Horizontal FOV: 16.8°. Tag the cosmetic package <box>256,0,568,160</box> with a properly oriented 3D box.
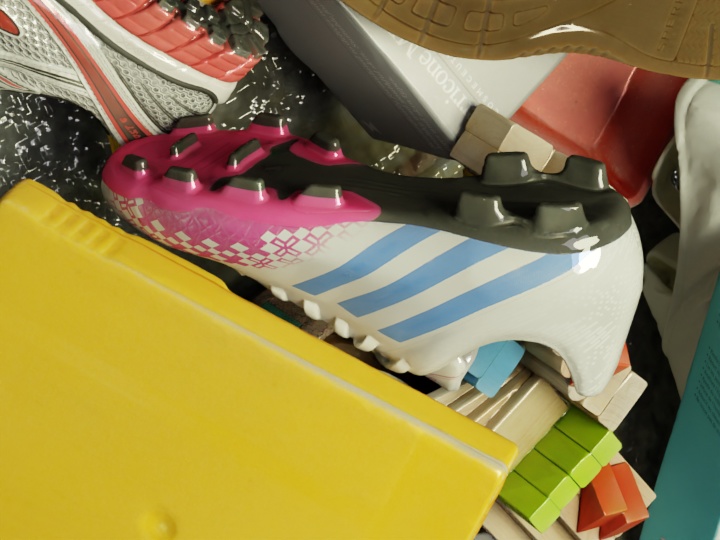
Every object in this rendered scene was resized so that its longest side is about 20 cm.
[{"bbox_3d":[0.055,-0.148,0.919,0.107,0.090,0.200,46,75,-27],"label":"cosmetic package"}]

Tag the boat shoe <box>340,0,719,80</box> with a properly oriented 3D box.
[{"bbox_3d":[0.060,-0.114,0.854,0.200,0.063,0.073,13,120,-26],"label":"boat shoe"}]

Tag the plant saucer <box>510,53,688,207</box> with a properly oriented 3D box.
[{"bbox_3d":[0.074,-0.157,0.993,0.200,0.037,0.200,30,85,-25],"label":"plant saucer"}]

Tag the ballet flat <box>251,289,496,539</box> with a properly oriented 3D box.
[{"bbox_3d":[0.032,0.078,0.988,0.200,0.067,0.068,36,82,-25],"label":"ballet flat"}]

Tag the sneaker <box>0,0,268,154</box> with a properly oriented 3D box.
[{"bbox_3d":[-0.136,-0.106,0.877,0.200,0.078,0.082,33,117,-10],"label":"sneaker"}]

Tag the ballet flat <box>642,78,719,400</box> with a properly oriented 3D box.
[{"bbox_3d":[0.149,-0.010,1.015,0.069,0.069,0.200,-25,144,-20],"label":"ballet flat"}]

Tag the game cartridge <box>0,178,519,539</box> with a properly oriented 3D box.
[{"bbox_3d":[-0.067,0.085,0.879,0.200,0.032,0.176,30,118,5],"label":"game cartridge"}]

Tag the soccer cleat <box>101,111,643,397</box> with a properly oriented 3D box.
[{"bbox_3d":[0.000,0.000,0.849,0.070,0.200,0.086,-46,139,-54],"label":"soccer cleat"}]

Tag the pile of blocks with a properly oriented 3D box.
[{"bbox_3d":[0.067,0.039,0.903,0.082,0.062,0.200,-27,124,-21],"label":"pile of blocks"}]

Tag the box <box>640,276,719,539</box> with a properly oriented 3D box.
[{"bbox_3d":[0.174,0.067,0.997,0.082,0.049,0.200,-12,138,-21],"label":"box"}]
